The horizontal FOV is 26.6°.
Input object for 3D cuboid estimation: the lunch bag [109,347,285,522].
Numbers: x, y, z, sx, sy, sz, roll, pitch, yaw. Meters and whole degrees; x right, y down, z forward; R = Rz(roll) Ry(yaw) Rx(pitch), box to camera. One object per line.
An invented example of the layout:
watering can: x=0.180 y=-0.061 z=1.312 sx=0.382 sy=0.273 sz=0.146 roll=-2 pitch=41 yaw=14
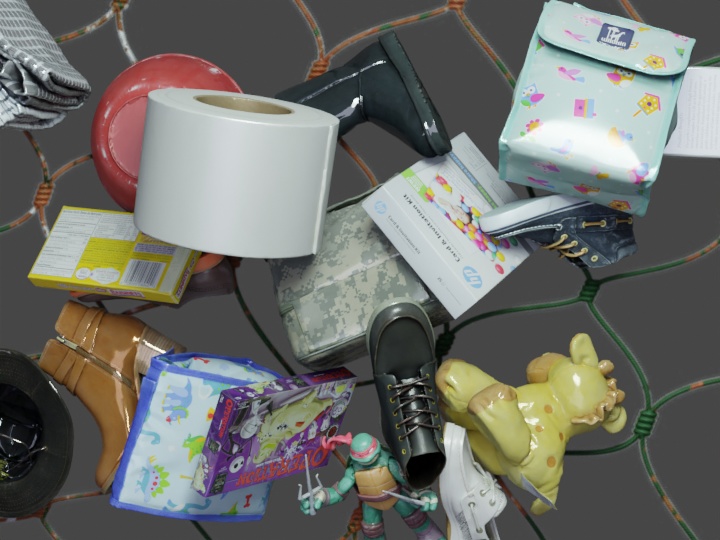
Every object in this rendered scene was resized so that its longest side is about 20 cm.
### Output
lunch bag: x=-0.181 y=0.182 z=1.678 sx=0.127 sy=0.200 sz=0.171 roll=21 pitch=97 yaw=36

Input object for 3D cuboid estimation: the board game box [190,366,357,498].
board game box: x=-0.090 y=0.173 z=1.645 sx=0.032 sy=0.200 sz=0.120 roll=36 pitch=116 yaw=31

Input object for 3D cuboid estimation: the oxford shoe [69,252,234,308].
oxford shoe: x=-0.240 y=0.019 z=1.748 sx=0.199 sy=0.071 sz=0.073 roll=-10 pitch=121 yaw=21

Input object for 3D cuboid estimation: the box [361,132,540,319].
box: x=0.106 y=-0.053 z=1.635 sx=0.156 sy=0.200 sz=0.041 roll=51 pitch=127 yaw=3

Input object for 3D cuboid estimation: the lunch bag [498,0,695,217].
lunch bag: x=0.247 y=-0.179 z=1.577 sx=0.170 sy=0.122 sz=0.200 roll=17 pitch=73 yaw=11

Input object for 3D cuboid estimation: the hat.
hat: x=-0.404 y=0.181 z=1.773 sx=0.200 sy=0.081 sz=0.201 roll=3 pitch=102 yaw=15

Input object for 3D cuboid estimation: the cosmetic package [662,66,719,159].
cosmetic package: x=0.322 y=-0.173 z=1.662 sx=0.199 sy=0.074 sz=0.102 roll=4 pitch=93 yaw=9

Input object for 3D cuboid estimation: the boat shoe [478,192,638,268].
boat shoe: x=0.221 y=-0.040 z=1.643 sx=0.200 sy=0.071 sz=0.091 roll=-14 pitch=94 yaw=-30

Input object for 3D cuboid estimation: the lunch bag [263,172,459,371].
lunch bag: x=0.000 y=0.000 z=1.679 sx=0.200 sy=0.139 sz=0.168 roll=-23 pitch=78 yaw=8

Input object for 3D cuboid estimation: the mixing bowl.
mixing bowl: x=-0.223 y=-0.148 z=1.716 sx=0.199 sy=0.108 sz=0.201 roll=0 pitch=93 yaw=6

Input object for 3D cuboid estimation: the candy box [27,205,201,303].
candy box: x=-0.273 y=-0.019 z=1.715 sx=0.199 sy=0.026 sz=0.102 roll=6 pitch=57 yaw=27

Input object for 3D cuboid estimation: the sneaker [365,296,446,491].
sneaker: x=0.057 y=0.129 z=1.593 sx=0.075 sy=0.106 sz=0.200 roll=-13 pitch=126 yaw=-7

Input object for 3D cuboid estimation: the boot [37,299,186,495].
boot: x=-0.307 y=0.144 z=1.762 sx=0.154 sy=0.074 sz=0.200 roll=23 pitch=83 yaw=3

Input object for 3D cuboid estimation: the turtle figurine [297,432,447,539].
turtle figurine: x=0.021 y=0.247 z=1.682 sx=0.149 sy=0.101 sz=0.200 roll=-6 pitch=131 yaw=23

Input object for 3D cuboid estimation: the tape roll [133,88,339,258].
tape roll: x=-0.129 y=-0.104 z=1.578 sx=0.202 sy=0.203 sz=0.140 roll=10 pitch=103 yaw=7

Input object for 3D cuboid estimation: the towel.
towel: x=-0.390 y=-0.245 z=1.686 sx=0.086 sy=0.200 sz=0.166 roll=-36 pitch=89 yaw=7

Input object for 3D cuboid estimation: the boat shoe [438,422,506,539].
boat shoe: x=0.128 y=0.250 z=1.681 sx=0.069 sy=0.071 sz=0.200 roll=0 pitch=126 yaw=16

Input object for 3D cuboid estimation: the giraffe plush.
giraffe plush: x=0.200 y=0.149 z=1.663 sx=0.162 sy=0.173 sz=0.200 roll=-39 pitch=58 yaw=-15

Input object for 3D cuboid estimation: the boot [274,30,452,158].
boot: x=-0.003 y=-0.160 z=1.666 sx=0.168 sy=0.076 sz=0.200 roll=-30 pitch=47 yaw=7
